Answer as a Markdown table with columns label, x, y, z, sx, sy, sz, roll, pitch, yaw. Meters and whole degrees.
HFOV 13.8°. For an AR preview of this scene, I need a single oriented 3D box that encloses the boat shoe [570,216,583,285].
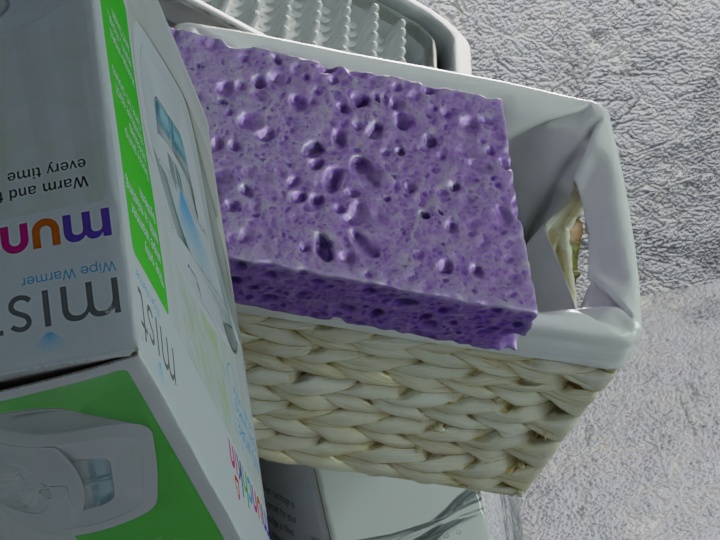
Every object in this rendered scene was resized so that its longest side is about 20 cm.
| label | x | y | z | sx | sy | sz | roll | pitch | yaw |
| --- | --- | --- | --- | --- | --- | --- | --- | --- | --- |
| boat shoe | 0.005 | -0.022 | 1.369 | 0.072 | 0.199 | 0.068 | -26 | 130 | -82 |

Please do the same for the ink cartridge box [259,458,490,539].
| label | x | y | z | sx | sy | sz | roll | pitch | yaw |
| --- | --- | --- | --- | --- | --- | --- | --- | --- | --- |
| ink cartridge box | -0.003 | 0.119 | 1.380 | 0.146 | 0.084 | 0.201 | 23 | -52 | 63 |

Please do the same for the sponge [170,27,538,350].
| label | x | y | z | sx | sy | sz | roll | pitch | yaw |
| --- | --- | --- | --- | --- | --- | --- | --- | --- | --- |
| sponge | -0.032 | -0.036 | 1.132 | 0.030 | 0.199 | 0.112 | 121 | -27 | -46 |

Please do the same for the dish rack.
| label | x | y | z | sx | sy | sz | roll | pitch | yaw |
| --- | --- | --- | --- | --- | --- | --- | --- | --- | --- |
| dish rack | -0.045 | -0.113 | 1.334 | 0.044 | 0.199 | 0.172 | -60 | -170 | 19 |

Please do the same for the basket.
| label | x | y | z | sx | sy | sz | roll | pitch | yaw |
| --- | --- | --- | --- | --- | --- | --- | --- | --- | --- |
| basket | 0.000 | 0.000 | 1.229 | 0.124 | 0.199 | 0.136 | 116 | -22 | -45 |

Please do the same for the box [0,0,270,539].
| label | x | y | z | sx | sy | sz | roll | pitch | yaw |
| --- | --- | --- | --- | --- | --- | --- | --- | --- | --- |
| box | -0.097 | -0.003 | 0.868 | 0.200 | 0.096 | 0.177 | 71 | 8 | -62 |
